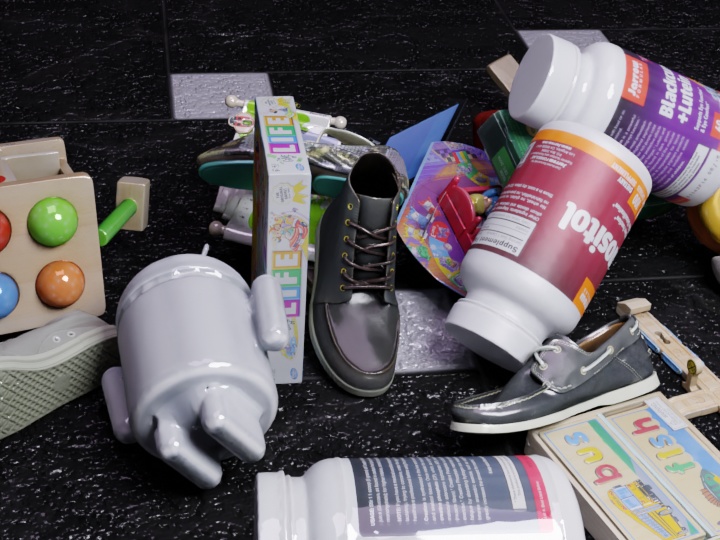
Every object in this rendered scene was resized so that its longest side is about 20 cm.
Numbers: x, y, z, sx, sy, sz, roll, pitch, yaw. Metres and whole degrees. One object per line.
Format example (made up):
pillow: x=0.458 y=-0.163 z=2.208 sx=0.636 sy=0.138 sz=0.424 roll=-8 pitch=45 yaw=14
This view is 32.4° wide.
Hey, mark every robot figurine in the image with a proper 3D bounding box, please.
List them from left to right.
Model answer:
robot figurine: x=-0.129 y=0.068 z=0.959 sx=0.169 sy=0.113 sz=0.201 roll=-28 pitch=45 yaw=10

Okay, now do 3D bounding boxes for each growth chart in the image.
growth chart: x=-0.071 y=-0.089 z=1.192 sx=0.143 sy=0.018 sz=0.201 roll=7 pitch=50 yaw=-3

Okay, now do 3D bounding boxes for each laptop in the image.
laptop: x=-0.012 y=-0.147 z=1.311 sx=0.199 sy=0.104 sz=0.178 roll=26 pitch=35 yaw=2

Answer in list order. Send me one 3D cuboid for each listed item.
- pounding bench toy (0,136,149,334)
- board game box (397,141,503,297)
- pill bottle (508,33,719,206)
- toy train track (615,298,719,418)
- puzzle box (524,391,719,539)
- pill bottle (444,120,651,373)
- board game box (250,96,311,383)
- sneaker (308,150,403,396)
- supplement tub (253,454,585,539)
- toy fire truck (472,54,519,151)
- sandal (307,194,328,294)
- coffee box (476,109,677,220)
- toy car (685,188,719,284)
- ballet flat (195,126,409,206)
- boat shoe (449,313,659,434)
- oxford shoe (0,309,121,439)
pounding bench toy: x=-0.262 y=-0.035 z=1.072 sx=0.198 sy=0.125 sz=0.156 roll=-10 pitch=22 yaw=-21
board game box: x=0.125 y=-0.055 z=1.179 sx=0.157 sy=0.039 sz=0.201 roll=31 pitch=46 yaw=-5
pill bottle: x=0.242 y=-0.143 z=1.146 sx=0.198 sy=0.112 sz=0.112 roll=20 pitch=30 yaw=-17
toy train track: x=0.289 y=0.075 z=1.080 sx=0.114 sy=0.033 sz=0.200 roll=-11 pitch=35 yaw=-22
puzzle box: x=0.229 y=0.173 z=0.933 sx=0.132 sy=0.026 sz=0.200 roll=-13 pitch=37 yaw=-23
pill bottle: x=0.157 y=-0.017 z=1.063 sx=0.112 sy=0.113 sz=0.201 roll=25 pitch=78 yaw=29
board game box: x=-0.069 y=-0.026 z=1.041 sx=0.034 sy=0.202 sz=0.135 roll=-2 pitch=33 yaw=-10
sneaker: x=0.000 y=0.000 z=1.054 sx=0.074 sy=0.107 sz=0.201 roll=2 pitch=55 yaw=-16
supplement tub: x=0.033 y=0.189 z=0.784 sx=0.198 sy=0.141 sz=0.141 roll=0 pitch=33 yaw=-6
toy fire truck: x=0.186 y=-0.162 z=1.369 sx=0.175 sy=0.130 sz=0.200 roll=-11 pitch=18 yaw=-28
sandal: x=-0.052 y=-0.030 z=1.190 sx=0.081 sy=0.055 sz=0.200 roll=-20 pitch=55 yaw=-23
coffee box: x=0.220 y=-0.102 z=1.213 sx=0.199 sy=0.044 sz=0.124 roll=-11 pitch=70 yaw=-35
toy car: x=0.417 y=-0.059 z=1.211 sx=0.198 sy=0.177 sz=0.150 roll=3 pitch=-3 yaw=-2
ballet flat: x=-0.052 y=-0.103 z=1.147 sx=0.198 sy=0.073 sz=0.072 roll=8 pitch=32 yaw=-10
boat shoe: x=0.152 y=0.086 z=1.002 sx=0.198 sy=0.068 sz=0.072 roll=-15 pitch=6 yaw=-28
oxford shoe: x=-0.273 y=0.082 z=0.973 sx=0.058 sy=0.076 sz=0.199 roll=33 pitch=35 yaw=27
